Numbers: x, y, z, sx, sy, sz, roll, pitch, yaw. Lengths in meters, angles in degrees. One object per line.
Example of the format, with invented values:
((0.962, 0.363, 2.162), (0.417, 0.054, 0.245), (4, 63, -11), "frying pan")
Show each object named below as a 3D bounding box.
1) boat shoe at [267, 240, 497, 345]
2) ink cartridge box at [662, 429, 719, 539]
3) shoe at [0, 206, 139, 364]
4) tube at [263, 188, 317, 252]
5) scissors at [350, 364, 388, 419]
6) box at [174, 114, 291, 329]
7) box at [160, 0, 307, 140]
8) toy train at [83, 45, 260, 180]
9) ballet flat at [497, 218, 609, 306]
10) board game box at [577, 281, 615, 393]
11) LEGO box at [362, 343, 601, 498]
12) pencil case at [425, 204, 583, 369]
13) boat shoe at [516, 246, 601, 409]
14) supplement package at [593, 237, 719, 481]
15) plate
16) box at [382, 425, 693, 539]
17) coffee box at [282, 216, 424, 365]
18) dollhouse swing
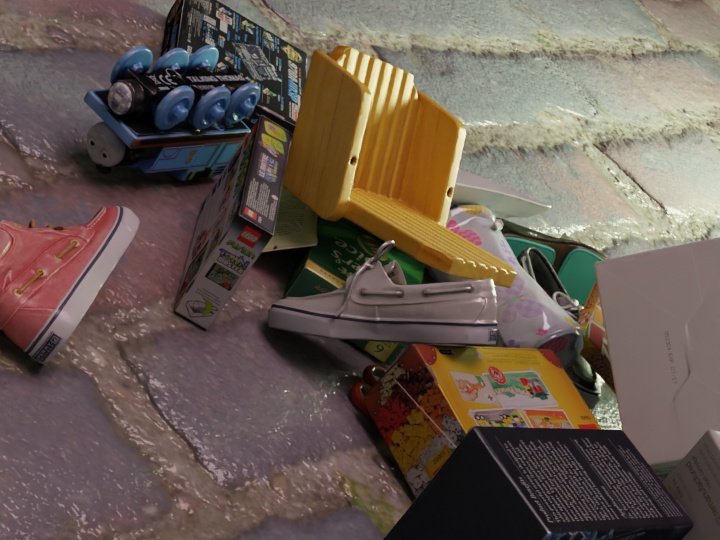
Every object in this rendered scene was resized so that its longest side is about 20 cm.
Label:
((0.019, 0.018, 1.491), (0.200, 0.087, 0.075), (2, -3, 14), "boat shoe")
((0.279, 0.252, 1.401), (0.085, 0.200, 0.148), (18, 31, -33), "ink cartridge box")
((-0.239, -0.014, 1.332), (0.091, 0.071, 0.200), (38, 29, -11), "shoe")
((-0.069, -0.062, 1.657), (0.052, 0.058, 0.200), (36, 24, -13), "tube")
((0.076, 0.148, 1.538), (0.199, 0.014, 0.073), (34, 26, -11), "scissors")
((-0.109, -0.046, 1.509), (0.035, 0.110, 0.200), (30, 27, -13), "box")
((-0.132, -0.211, 1.829), (0.158, 0.046, 0.200), (28, 27, -19), "box")
((-0.172, -0.139, 1.579), (0.087, 0.115, 0.200), (42, 25, 18), "toy train")
((0.211, -0.016, 1.923), (0.199, 0.068, 0.069), (23, 20, -28), "ballet flat")
((0.295, 0.109, 1.777), (0.200, 0.030, 0.096), (49, 43, -17), "board game box")
((0.121, 0.146, 1.500), (0.199, 0.077, 0.149), (5, 46, -46), "LEGO box")
((0.140, 0.024, 1.736), (0.090, 0.083, 0.200), (-22, 55, -18), "pencil case")
((0.205, 0.055, 1.788), (0.073, 0.068, 0.200), (19, 31, -32), "boat shoe")
((0.314, 0.090, 1.619), (0.200, 0.146, 0.193), (37, 44, -71), "supplement package")
((0.073, -0.099, 1.848), (0.199, 0.033, 0.199), (26, 10, 40), "plate")
((0.134, 0.209, 1.347), (0.199, 0.149, 0.107), (6, 39, -47), "box")
((0.000, 0.000, 1.647), (0.123, 0.044, 0.200), (34, 26, -8), "coffee box")
((0.060, -0.096, 1.605), (0.175, 0.183, 0.200), (13, 0, 33), "dollhouse swing")
